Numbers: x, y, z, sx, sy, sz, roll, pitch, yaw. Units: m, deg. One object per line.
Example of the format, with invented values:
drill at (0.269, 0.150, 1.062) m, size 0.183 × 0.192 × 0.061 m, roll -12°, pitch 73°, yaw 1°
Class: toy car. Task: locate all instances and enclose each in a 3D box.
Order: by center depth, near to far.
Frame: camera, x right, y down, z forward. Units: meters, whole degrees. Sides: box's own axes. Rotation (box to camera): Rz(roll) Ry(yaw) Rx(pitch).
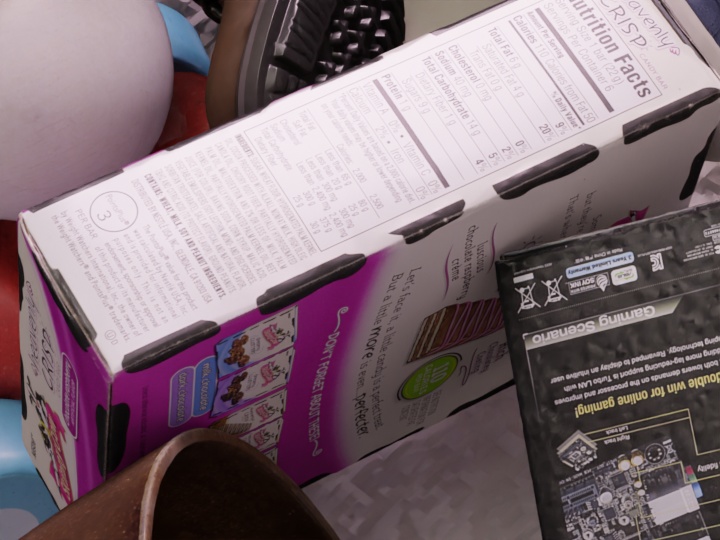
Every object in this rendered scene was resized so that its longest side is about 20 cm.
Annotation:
toy car at (-0.119, -0.041, 0.904) m, size 0.176 × 0.200 × 0.185 m, roll -23°, pitch 48°, yaw 0°

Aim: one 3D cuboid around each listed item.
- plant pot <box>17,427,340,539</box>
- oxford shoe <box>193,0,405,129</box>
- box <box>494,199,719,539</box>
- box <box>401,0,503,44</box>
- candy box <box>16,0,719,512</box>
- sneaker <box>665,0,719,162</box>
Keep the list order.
plant pot at (-0.094, 0.169, 0.761) m, size 0.199 × 0.187 × 0.187 m, roll -25°, pitch 47°, yaw 16°
oxford shoe at (-0.030, -0.097, 0.889) m, size 0.084 × 0.073 × 0.200 m, roll -9°, pitch 39°, yaw 16°
box at (0.154, 0.057, 0.757) m, size 0.199 × 0.086 × 0.164 m, roll -16°, pitch 72°, yaw 17°
box at (0.016, -0.104, 0.981) m, size 0.078 × 0.095 × 0.200 m, roll -25°, pitch 50°, yaw -3°
candy box at (0.000, 0.000, 0.812) m, size 0.199 × 0.137 × 0.061 m, roll -24°, pitch 65°, yaw -19°
sneaker at (0.083, -0.131, 0.865) m, size 0.084 × 0.075 × 0.200 m, roll -30°, pitch 79°, yaw -14°
